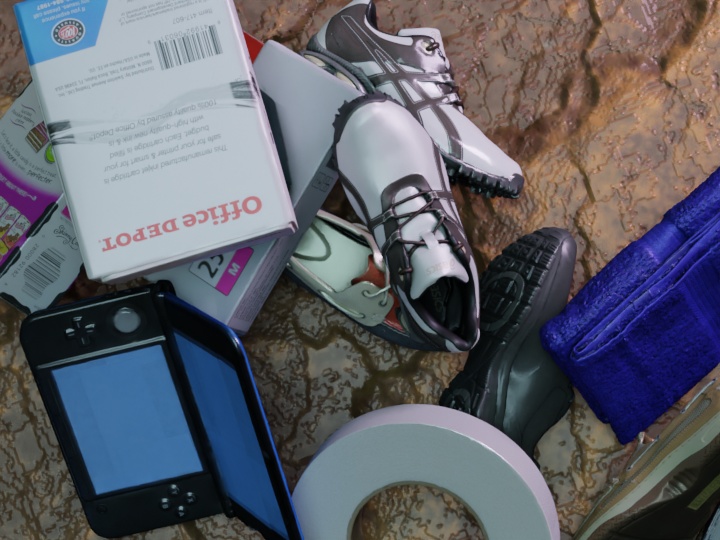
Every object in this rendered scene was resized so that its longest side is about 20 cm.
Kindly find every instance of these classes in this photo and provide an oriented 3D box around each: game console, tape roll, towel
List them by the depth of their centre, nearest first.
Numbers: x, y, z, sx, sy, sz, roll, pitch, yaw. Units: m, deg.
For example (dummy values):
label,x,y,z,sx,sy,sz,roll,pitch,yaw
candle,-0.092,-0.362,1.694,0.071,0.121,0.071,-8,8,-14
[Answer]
label,x,y,z,sx,sy,sz,roll,pitch,yaw
game console,-0.142,0.122,1.293,0.170,0.118,0.200,-14,115,4
towel,0.237,0.027,1.311,0.200,0.148,0.050,-41,39,0
tape roll,0.045,0.196,1.312,0.202,0.037,0.203,5,111,12

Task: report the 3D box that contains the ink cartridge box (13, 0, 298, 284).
label,x,y,z,sx,sy,sz,roll,pitch,yaw
ink cartridge box,-0.139,-0.103,1.249,0.146,0.084,0.200,-15,87,0

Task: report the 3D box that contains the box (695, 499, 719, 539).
label,x,y,z,sx,sy,sz,roll,pitch,yaw
box,0.357,0.205,1.324,0.200,0.046,0.159,27,87,6

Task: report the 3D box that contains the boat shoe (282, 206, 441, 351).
label,x,y,z,sx,sy,sz,roll,pitch,yaw
boat shoe,0.000,0.000,1.366,0.200,0.063,0.071,31,85,6

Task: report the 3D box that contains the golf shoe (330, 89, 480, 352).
label,x,y,z,sx,sy,sz,roll,pitch,yaw
golf shoe,0.043,-0.032,1.275,0.078,0.094,0.200,-27,110,-7

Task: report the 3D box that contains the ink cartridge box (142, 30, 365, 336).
label,x,y,z,sx,sy,sz,roll,pitch,yaw
ink cartridge box,-0.108,-0.080,1.337,0.173,0.044,0.200,32,94,23

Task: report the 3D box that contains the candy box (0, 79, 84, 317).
label,x,y,z,sx,sy,sz,roll,pitch,yaw
candy box,-0.226,-0.077,1.358,0.200,0.061,0.136,-53,42,-1

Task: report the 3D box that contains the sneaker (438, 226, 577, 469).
label,x,y,z,sx,sy,sz,roll,pitch,yaw
sneaker,0.122,0.064,1.340,0.091,0.076,0.200,15,102,-27

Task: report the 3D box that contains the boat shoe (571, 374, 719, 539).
label,x,y,z,sx,sy,sz,roll,pitch,yaw
boat shoe,0.223,0.152,1.325,0.200,0.072,0.076,-44,38,19

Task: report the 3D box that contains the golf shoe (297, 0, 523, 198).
label,x,y,z,sx,sy,sz,roll,pitch,yaw
golf shoe,0.050,-0.133,1.362,0.200,0.078,0.095,35,87,6
